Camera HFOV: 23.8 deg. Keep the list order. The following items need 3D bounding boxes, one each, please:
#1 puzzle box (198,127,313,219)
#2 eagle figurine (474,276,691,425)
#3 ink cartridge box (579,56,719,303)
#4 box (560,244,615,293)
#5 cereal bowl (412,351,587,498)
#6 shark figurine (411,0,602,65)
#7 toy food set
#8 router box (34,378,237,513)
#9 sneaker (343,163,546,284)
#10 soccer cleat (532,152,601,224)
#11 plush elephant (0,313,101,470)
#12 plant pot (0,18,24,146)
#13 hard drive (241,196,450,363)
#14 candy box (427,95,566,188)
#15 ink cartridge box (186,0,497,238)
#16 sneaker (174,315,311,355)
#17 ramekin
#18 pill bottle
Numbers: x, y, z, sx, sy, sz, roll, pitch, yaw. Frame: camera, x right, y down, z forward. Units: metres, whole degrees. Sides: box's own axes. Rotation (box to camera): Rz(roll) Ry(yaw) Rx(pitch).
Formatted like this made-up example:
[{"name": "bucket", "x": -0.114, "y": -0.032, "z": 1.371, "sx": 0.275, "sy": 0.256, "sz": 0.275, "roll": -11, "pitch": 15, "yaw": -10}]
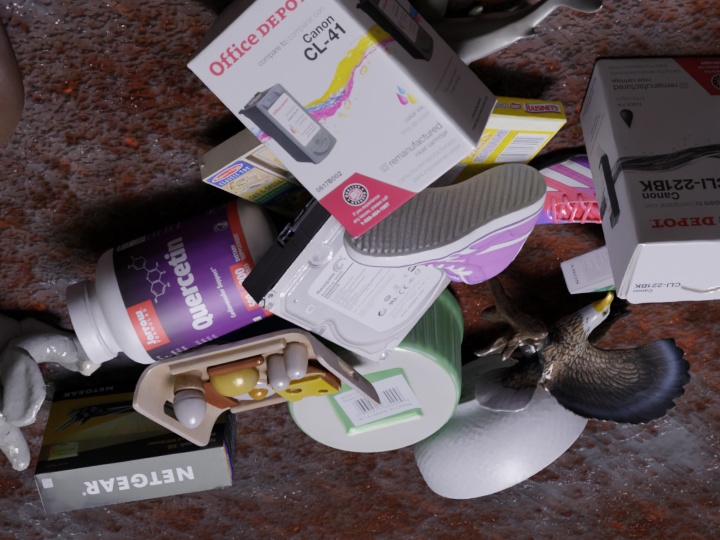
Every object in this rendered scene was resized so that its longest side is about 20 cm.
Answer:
[{"name": "puzzle box", "x": -0.027, "y": -0.114, "z": 1.496, "sx": 0.199, "sy": 0.026, "sz": 0.133, "roll": -28, "pitch": 150, "yaw": 29}, {"name": "eagle figurine", "x": 0.218, "y": 0.081, "z": 1.723, "sx": 0.150, "sy": 0.153, "sz": 0.199, "roll": -20, "pitch": 147, "yaw": 41}, {"name": "ink cartridge box", "x": 0.278, "y": -0.080, "z": 1.459, "sx": 0.143, "sy": 0.202, "sz": 0.084, "roll": -2, "pitch": 147, "yaw": -7}, {"name": "box", "x": 0.308, "y": -0.026, "z": 1.625, "sx": 0.199, "sy": 0.037, "sz": 0.144, "roll": -21, "pitch": 171, "yaw": 34}, {"name": "cereal bowl", "x": 0.139, "y": 0.148, "z": 1.809, "sx": 0.198, "sy": 0.200, "sz": 0.084, "roll": -21, "pitch": 111, "yaw": 20}, {"name": "shark figurine", "x": 0.089, "y": -0.182, "z": 1.383, "sx": 0.212, "sy": 0.090, "sz": 0.129, "roll": -8, "pitch": 148, "yaw": 6}, {"name": "toy food set", "x": -0.096, "y": 0.120, "z": 1.616, "sx": 0.198, "sy": 0.061, "sz": 0.143, "roll": -13, "pitch": 154, "yaw": 20}, {"name": "router box", "x": -0.230, "y": 0.174, "z": 1.786, "sx": 0.198, "sy": 0.158, "sz": 0.053, "roll": -9, "pitch": 119, "yaw": 3}, {"name": "sneaker", "x": 0.070, "y": -0.018, "z": 1.512, "sx": 0.199, "sy": 0.073, "sz": 0.115, "roll": -14, "pitch": 146, "yaw": -24}, {"name": "soccer cleat", "x": 0.224, "y": -0.070, "z": 1.578, "sx": 0.198, "sy": 0.074, "sz": 0.068, "roll": -15, "pitch": 146, "yaw": 12}, {"name": "plush elephant", "x": -0.363, "y": 0.124, "z": 1.693, "sx": 0.163, "sy": 0.156, "sz": 0.200, "roll": -18, "pitch": 145, "yaw": 17}, {"name": "plant pot", "x": -0.338, "y": -0.161, "z": 1.282, "sx": 0.185, "sy": 0.189, "sz": 0.200, "roll": -15, "pitch": 160, "yaw": 13}, {"name": "hard drive", "x": 0.000, "y": 0.000, "z": 1.550, "sx": 0.140, "sy": 0.038, "sz": 0.199, "roll": -50, "pitch": 141, "yaw": 8}, {"name": "candy box", "x": 0.094, "y": -0.094, "z": 1.535, "sx": 0.101, "sy": 0.027, "sz": 0.200, "roll": 4, "pitch": 152, "yaw": -25}, {"name": "ink cartridge box", "x": -0.014, "y": -0.147, "z": 1.339, "sx": 0.200, "sy": 0.086, "sz": 0.147, "roll": 44, "pitch": 126, "yaw": -15}, {"name": "sneaker", "x": -0.129, "y": 0.034, "z": 1.670, "sx": 0.198, "sy": 0.079, "sz": 0.089, "roll": -9, "pitch": 149, "yaw": 4}, {"name": "ramekin", "x": 0.011, "y": 0.096, "z": 1.742, "sx": 0.198, "sy": 0.098, "sz": 0.201, "roll": -3, "pitch": 138, "yaw": -3}, {"name": "pill bottle", "x": -0.166, "y": 0.015, "z": 1.579, "sx": 0.198, "sy": 0.113, "sz": 0.113, "roll": -22, "pitch": 145, "yaw": 3}]
